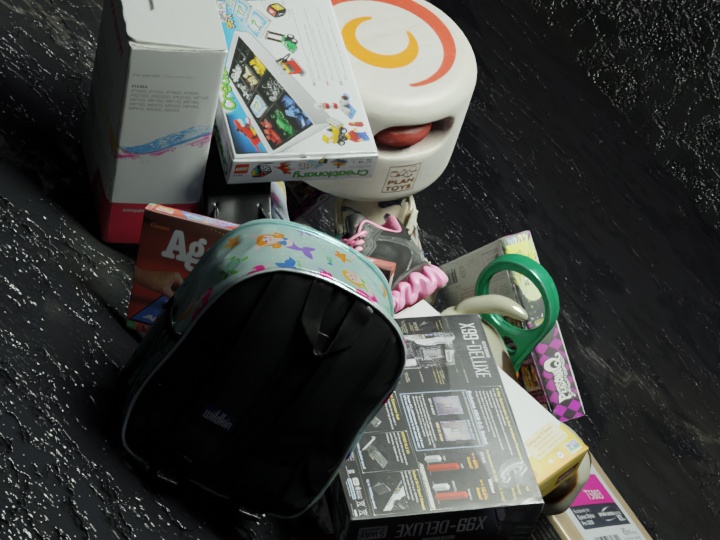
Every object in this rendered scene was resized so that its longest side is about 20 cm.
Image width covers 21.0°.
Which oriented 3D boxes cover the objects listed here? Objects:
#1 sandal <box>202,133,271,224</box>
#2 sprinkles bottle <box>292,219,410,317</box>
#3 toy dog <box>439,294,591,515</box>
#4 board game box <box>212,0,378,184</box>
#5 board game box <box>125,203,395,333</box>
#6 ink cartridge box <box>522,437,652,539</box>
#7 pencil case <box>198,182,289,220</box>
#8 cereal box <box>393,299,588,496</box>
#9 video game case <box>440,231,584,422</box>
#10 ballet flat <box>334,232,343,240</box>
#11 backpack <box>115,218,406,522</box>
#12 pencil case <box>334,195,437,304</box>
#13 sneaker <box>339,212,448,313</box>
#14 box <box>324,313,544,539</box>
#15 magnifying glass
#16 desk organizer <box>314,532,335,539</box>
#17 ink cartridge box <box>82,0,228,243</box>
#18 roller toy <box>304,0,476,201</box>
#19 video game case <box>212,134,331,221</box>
[{"bbox_3d":[-0.097,-0.024,1.594,0.076,0.043,0.200,-5,75,-20],"label":"sandal"},{"bbox_3d":[-0.006,0.034,1.844,0.200,0.068,0.068,39,21,-26],"label":"sprinkles bottle"},{"bbox_3d":[0.117,0.140,1.741,0.200,0.194,0.140,45,6,10],"label":"toy dog"},{"bbox_3d":[-0.069,-0.161,1.643,0.126,0.035,0.200,-3,54,-18],"label":"board game box"},{"bbox_3d":[-0.079,0.020,1.516,0.200,0.103,0.019,14,19,7],"label":"board game box"},{"bbox_3d":[0.195,0.246,1.867,0.165,0.075,0.200,57,21,19],"label":"ink cartridge box"},{"bbox_3d":[-0.109,-0.057,1.731,0.083,0.091,0.200,40,14,-16],"label":"pencil case"},{"bbox_3d":[0.070,0.125,1.614,0.200,0.040,0.144,42,50,22],"label":"cereal box"},{"bbox_3d":[0.143,0.065,1.886,0.200,0.036,0.181,150,-76,-73],"label":"video game case"},{"bbox_3d":[-0.036,0.018,1.712,0.063,0.069,0.200,58,33,-3],"label":"ballet flat"},{"bbox_3d":[-0.066,0.061,1.428,0.177,0.200,0.151,26,29,-20],"label":"backpack"},{"bbox_3d":[0.026,-0.024,1.886,0.200,0.089,0.078,71,28,-69],"label":"pencil case"},{"bbox_3d":[0.000,0.000,1.660,0.095,0.079,0.200,65,25,1],"label":"sneaker"},{"bbox_3d":[0.041,0.125,1.540,0.158,0.050,0.200,-3,48,-16],"label":"box"},{"bbox_3d":[0.135,0.074,1.775,0.080,0.200,0.022,23,38,25],"label":"magnifying glass"},{"bbox_3d":[0.055,0.233,1.595,0.200,0.072,0.077,17,34,-57],"label":"desk organizer"},{"bbox_3d":[-0.174,-0.143,1.613,0.086,0.200,0.148,3,40,-17],"label":"ink cartridge box"},{"bbox_3d":[0.005,-0.158,1.781,0.182,0.140,0.200,23,44,6],"label":"roller toy"},{"bbox_3d":[-0.065,-0.171,1.938,0.200,0.181,0.036,54,17,17],"label":"video game case"}]
